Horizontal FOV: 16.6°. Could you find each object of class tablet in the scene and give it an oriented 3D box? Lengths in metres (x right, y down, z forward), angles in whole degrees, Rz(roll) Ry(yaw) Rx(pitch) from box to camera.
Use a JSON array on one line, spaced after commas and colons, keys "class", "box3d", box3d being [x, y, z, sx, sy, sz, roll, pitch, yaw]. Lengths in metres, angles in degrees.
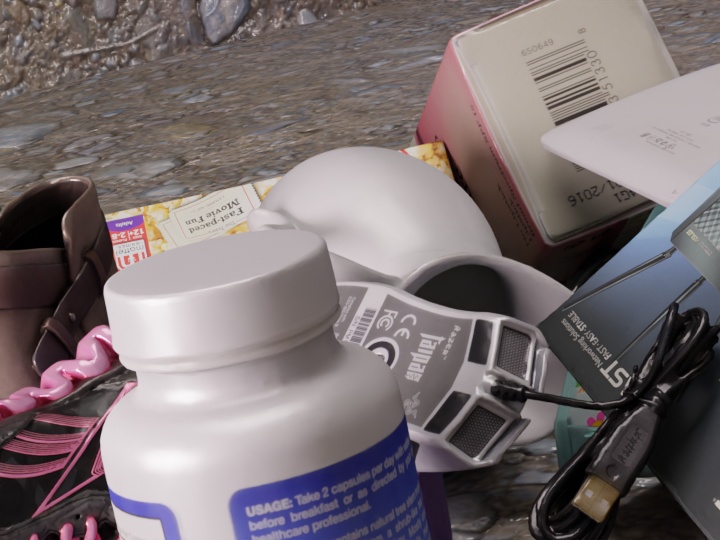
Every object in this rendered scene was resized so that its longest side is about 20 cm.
[{"class": "tablet", "box3d": [0.178, -0.068, 1.184, 0.130, 0.014, 0.200, -22, 19, -12]}]

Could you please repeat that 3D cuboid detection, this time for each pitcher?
[{"class": "pitcher", "box3d": [0.000, 0.000, 1.195, 0.171, 0.122, 0.200, 26, 4, -28]}]

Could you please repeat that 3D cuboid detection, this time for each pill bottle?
[{"class": "pill bottle", "box3d": [-0.031, 0.092, 0.897, 0.112, 0.201, 0.112, -11, 13, 2]}]

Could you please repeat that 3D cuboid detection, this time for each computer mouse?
[{"class": "computer mouse", "box3d": [0.044, 0.049, 1.000, 0.199, 0.044, 0.110, 12, 67, 39]}]

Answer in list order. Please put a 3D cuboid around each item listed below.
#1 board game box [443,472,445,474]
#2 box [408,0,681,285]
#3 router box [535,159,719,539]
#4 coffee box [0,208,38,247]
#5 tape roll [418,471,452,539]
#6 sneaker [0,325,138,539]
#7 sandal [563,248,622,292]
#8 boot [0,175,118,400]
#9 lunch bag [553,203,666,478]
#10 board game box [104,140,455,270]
[{"class": "board game box", "box3d": [-0.067, 0.098, 1.260, 0.199, 0.044, 0.199, 1, 19, 43]}, {"class": "box", "box3d": [0.108, -0.062, 1.371, 0.109, 0.128, 0.200, -23, -11, -11]}, {"class": "router box", "box3d": [0.177, 0.037, 0.979, 0.150, 0.062, 0.200, -43, 36, 4]}, {"class": "coffee box", "box3d": [-0.223, 0.061, 1.243, 0.044, 0.201, 0.123, 19, 1, -19]}, {"class": "tape roll", "box3d": [-0.062, 0.106, 1.060, 0.199, 0.066, 0.200, -8, 28, 4]}, {"class": "sneaker", "box3d": [-0.113, 0.092, 0.974, 0.095, 0.079, 0.200, 34, 53, 25]}, {"class": "sandal", "box3d": [0.153, 0.020, 1.345, 0.048, 0.076, 0.200, 0, 8, 35]}, {"class": "boot", "box3d": [-0.132, 0.026, 1.196, 0.070, 0.147, 0.200, 1, 20, 19]}, {"class": "lunch bag", "box3d": [0.198, 0.032, 1.116, 0.170, 0.122, 0.200, 0, 35, 40]}, {"class": "board game box", "box3d": [-0.041, 0.008, 1.410, 0.199, 0.152, 0.046, -13, 55, -4]}]
